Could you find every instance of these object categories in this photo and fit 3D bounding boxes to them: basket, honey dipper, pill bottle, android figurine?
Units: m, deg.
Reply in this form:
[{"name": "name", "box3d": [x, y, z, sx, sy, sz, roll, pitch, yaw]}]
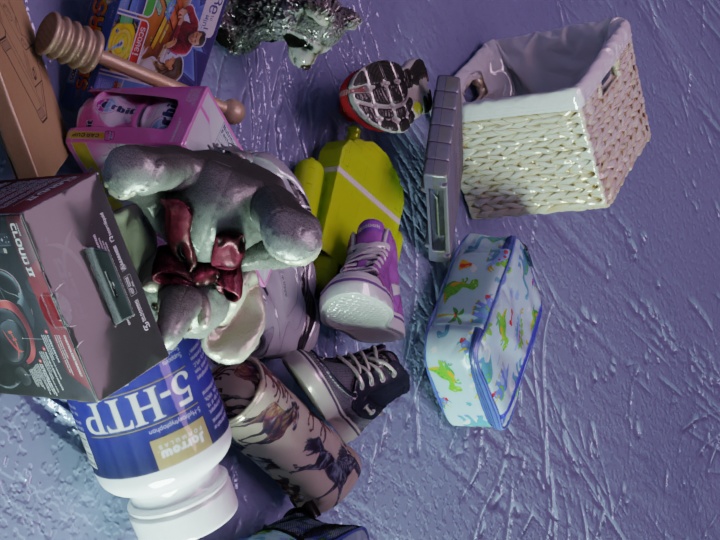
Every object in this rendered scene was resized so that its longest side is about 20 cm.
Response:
[{"name": "basket", "box3d": [0.221, -0.178, 1.996, 0.198, 0.199, 0.162, -52, 127, -48]}, {"name": "honey dipper", "box3d": [-0.177, -0.162, 1.410, 0.199, 0.038, 0.038, 20, 65, -35]}, {"name": "pill bottle", "box3d": [-0.173, 0.118, 1.389, 0.120, 0.119, 0.201, -39, 115, -53]}, {"name": "android figurine", "box3d": [-0.010, -0.052, 1.751, 0.182, 0.041, 0.201, 37, 56, -47]}]

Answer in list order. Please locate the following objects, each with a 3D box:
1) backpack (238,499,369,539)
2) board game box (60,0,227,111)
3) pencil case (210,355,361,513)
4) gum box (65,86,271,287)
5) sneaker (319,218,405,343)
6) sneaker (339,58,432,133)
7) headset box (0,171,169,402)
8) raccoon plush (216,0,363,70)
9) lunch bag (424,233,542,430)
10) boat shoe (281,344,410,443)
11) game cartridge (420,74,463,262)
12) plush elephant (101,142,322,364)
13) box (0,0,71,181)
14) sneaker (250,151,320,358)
[{"name": "backpack", "box3d": [-0.061, 0.317, 1.479, 0.199, 0.146, 0.185, -10, 103, -53]}, {"name": "board game box", "box3d": [-0.174, -0.225, 1.462, 0.135, 0.034, 0.201, 8, 104, -56]}, {"name": "pencil case", "box3d": [-0.077, 0.154, 1.562, 0.200, 0.089, 0.078, 48, 57, -45]}, {"name": "gum box", "box3d": [-0.154, -0.072, 1.428, 0.200, 0.113, 0.066, 63, 37, -47]}, {"name": "sneaker", "box3d": [-0.001, 0.000, 1.640, 0.201, 0.072, 0.115, 58, 30, -77]}, {"name": "sneaker", "box3d": [0.013, -0.175, 1.771, 0.200, 0.084, 0.078, -20, 96, -69]}, {"name": "headset box", "box3d": [-0.235, 0.012, 1.233, 0.075, 0.199, 0.150, -33, 111, -38]}, {"name": "raccoon plush", "box3d": [-0.082, -0.289, 1.604, 0.097, 0.133, 0.201, -35, 113, -53]}, {"name": "lunch bag", "box3d": [0.144, 0.070, 1.916, 0.161, 0.082, 0.201, 70, 33, -42]}, {"name": "boat shoe", "box3d": [-0.010, 0.098, 1.615, 0.075, 0.093, 0.200, 51, -3, 19]}, {"name": "game cartridge", "box3d": [0.090, -0.110, 1.855, 0.200, 0.038, 0.131, 82, 12, -63]}, {"name": "plush elephant", "box3d": [-0.124, -0.008, 1.271, 0.200, 0.164, 0.156, -90, -159, -77]}, {"name": "box", "box3d": [-0.275, -0.172, 1.317, 0.164, 0.021, 0.201, -91, 163, -75]}, {"name": "sneaker", "box3d": [-0.097, -0.007, 1.574, 0.115, 0.075, 0.202, -20, 104, -60]}]
